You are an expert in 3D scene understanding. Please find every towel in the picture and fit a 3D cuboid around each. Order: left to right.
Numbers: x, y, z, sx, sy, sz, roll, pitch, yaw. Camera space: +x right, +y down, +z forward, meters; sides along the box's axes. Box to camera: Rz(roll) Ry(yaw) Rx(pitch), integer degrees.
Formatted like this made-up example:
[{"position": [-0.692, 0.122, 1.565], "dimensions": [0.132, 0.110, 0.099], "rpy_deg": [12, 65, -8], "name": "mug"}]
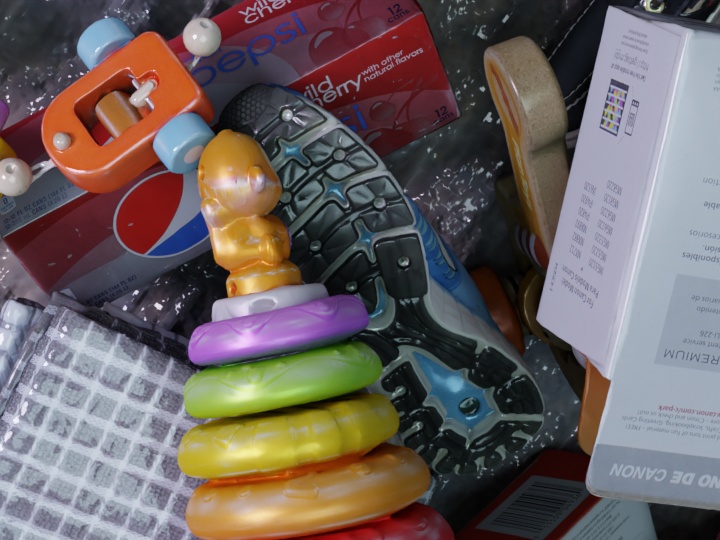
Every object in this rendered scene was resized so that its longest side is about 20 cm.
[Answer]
[{"position": [-0.085, 0.116, 0.719], "dimensions": [0.199, 0.086, 0.166], "rpy_deg": [25, 92, -20], "name": "towel"}]

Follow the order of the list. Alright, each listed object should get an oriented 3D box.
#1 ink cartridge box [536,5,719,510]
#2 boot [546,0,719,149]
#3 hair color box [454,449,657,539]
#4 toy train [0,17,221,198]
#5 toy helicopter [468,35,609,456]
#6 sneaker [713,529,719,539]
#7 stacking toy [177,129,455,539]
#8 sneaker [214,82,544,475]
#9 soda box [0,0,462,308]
[{"position": [0.180, 0.003, 0.663], "dimensions": [0.199, 0.084, 0.176], "rpy_deg": [9, 102, -15], "name": "ink cartridge box"}, {"position": [0.103, -0.161, 0.715], "dimensions": [0.153, 0.074, 0.204], "rpy_deg": [29, 116, -28], "name": "boot"}, {"position": [0.112, 0.202, 0.844], "dimensions": [0.101, 0.061, 0.201], "rpy_deg": [-35, 116, -39], "name": "hair color box"}, {"position": [-0.149, -0.082, 0.693], "dimensions": [0.150, 0.056, 0.200], "rpy_deg": [-42, 68, -5], "name": "toy train"}, {"position": [0.086, -0.010, 0.731], "dimensions": [0.079, 0.132, 0.200], "rpy_deg": [-21, 132, -3], "name": "toy helicopter"}, {"position": [0.184, 0.168, 0.810], "dimensions": [0.200, 0.086, 0.081], "rpy_deg": [-25, 108, -40], "name": "sneaker"}, {"position": [-0.030, 0.045, 0.642], "dimensions": [0.109, 0.116, 0.201], "rpy_deg": [-11, 89, -23], "name": "stacking toy"}, {"position": [0.000, 0.000, 0.725], "dimensions": [0.078, 0.090, 0.200], "rpy_deg": [-32, 118, 8], "name": "sneaker"}, {"position": [-0.062, -0.061, 0.735], "dimensions": [0.199, 0.064, 0.070], "rpy_deg": [-28, 139, -1], "name": "soda box"}]
